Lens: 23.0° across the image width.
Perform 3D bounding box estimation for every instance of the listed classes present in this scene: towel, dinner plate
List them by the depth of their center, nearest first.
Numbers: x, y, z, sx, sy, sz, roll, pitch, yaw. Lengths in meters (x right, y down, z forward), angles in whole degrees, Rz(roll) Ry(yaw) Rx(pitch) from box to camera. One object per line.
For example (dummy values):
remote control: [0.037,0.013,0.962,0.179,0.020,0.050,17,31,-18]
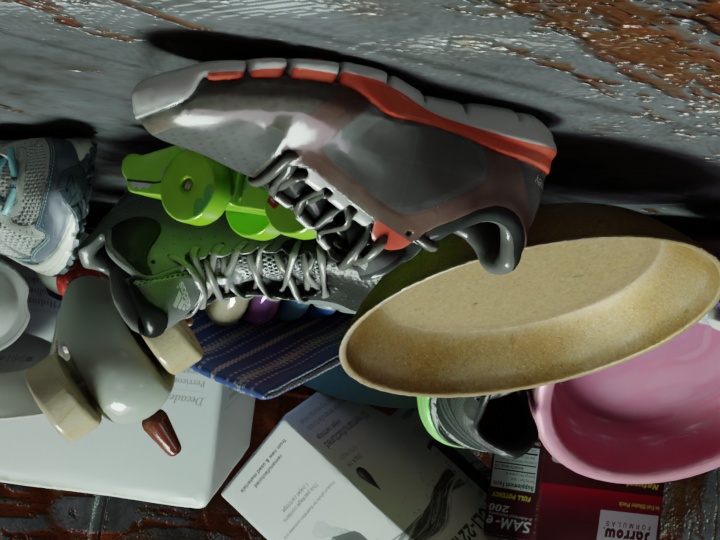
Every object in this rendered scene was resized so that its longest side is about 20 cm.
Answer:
dinner plate: [-0.264,0.062,1.154,0.200,0.024,0.200,5,-168,-1]
towel: [-0.094,0.021,1.182,0.200,0.024,0.145,23,-149,31]

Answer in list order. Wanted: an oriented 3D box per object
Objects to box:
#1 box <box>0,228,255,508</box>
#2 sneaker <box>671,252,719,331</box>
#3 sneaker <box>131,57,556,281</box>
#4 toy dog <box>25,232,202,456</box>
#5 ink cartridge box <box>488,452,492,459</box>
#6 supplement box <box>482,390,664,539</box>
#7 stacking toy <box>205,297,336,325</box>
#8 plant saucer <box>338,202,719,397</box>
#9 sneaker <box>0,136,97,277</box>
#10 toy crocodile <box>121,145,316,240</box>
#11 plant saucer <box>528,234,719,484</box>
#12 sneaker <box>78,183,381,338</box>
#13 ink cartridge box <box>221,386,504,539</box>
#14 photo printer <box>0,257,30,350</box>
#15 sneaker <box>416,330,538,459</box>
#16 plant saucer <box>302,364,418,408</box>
box: [-0.184,0.067,1.350,0.200,0.171,0.199,7,-173,4]
sneaker: [0.242,0.006,0.927,0.080,0.089,0.200,14,-176,-35]
sneaker: [-0.002,-0.039,0.750,0.200,0.082,0.077,9,173,-26]
toy dog: [-0.145,0.044,1.066,0.132,0.096,0.200,-20,-150,14]
ink cartridge box: [0.142,0.086,1.293,0.116,0.068,0.200,-1,-146,-17]
supplement box: [0.152,0.085,1.184,0.109,0.200,0.061,10,175,-31]
stacking toy: [0.000,0.000,1.157,0.200,0.085,0.085,5,175,-17]
plant saucer: [0.085,0.012,0.904,0.200,0.035,0.200,-9,156,-4]
sneaker: [-0.215,-0.041,1.006,0.086,0.078,0.200,14,171,-30]
toy crocodile: [-0.039,-0.046,0.881,0.200,0.062,0.067,8,177,42]
plant saucer: [0.196,0.050,1.095,0.200,0.201,0.051,10,-142,-26]
sneaker: [-0.065,0.007,0.959,0.200,0.075,0.115,14,-141,25]
ink cartridge box: [0.028,0.171,1.203,0.200,0.084,0.144,43,-153,8]
photo printer: [-0.315,0.020,1.081,0.200,0.069,0.166,-6,-171,-43]
sneaker: [0.069,0.031,1.021,0.084,0.077,0.200,24,146,37]
plant saucer: [0.026,0.030,1.251,0.200,0.036,0.200,3,-152,-2]
